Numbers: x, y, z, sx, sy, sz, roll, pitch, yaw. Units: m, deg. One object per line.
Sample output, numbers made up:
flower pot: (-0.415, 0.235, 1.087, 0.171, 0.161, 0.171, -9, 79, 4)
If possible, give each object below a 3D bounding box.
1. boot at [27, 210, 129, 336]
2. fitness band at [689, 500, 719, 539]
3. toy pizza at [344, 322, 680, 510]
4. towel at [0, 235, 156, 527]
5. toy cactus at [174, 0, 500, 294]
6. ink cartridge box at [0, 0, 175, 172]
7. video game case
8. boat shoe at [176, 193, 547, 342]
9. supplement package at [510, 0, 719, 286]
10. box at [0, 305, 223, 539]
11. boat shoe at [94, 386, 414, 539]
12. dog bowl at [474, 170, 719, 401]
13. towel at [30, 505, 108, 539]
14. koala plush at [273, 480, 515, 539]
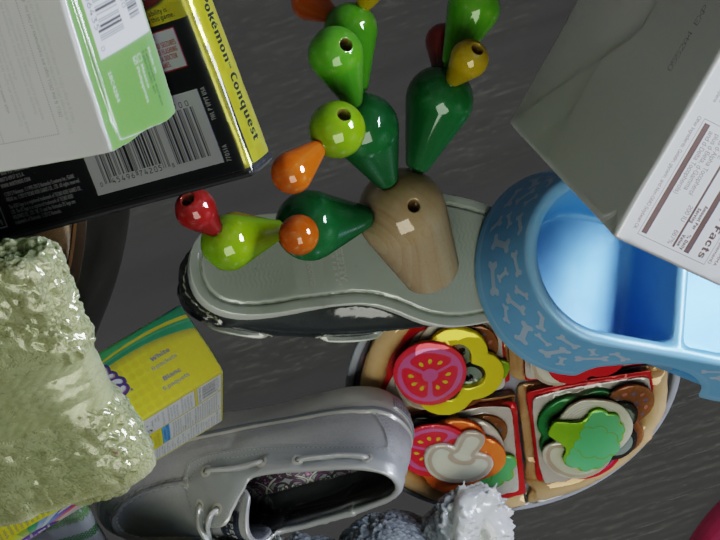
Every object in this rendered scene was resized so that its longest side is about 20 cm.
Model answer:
boot: (-0.162, -0.035, 1.021, 0.075, 0.074, 0.201, 11, 121, 7)
fitness band: (0.291, 0.170, 1.248, 0.143, 0.038, 0.200, 27, 117, -25)
toy pizza: (0.090, 0.070, 1.147, 0.199, 0.032, 0.201, -4, 126, -6)
towel: (-0.208, 0.061, 0.924, 0.199, 0.037, 0.149, -14, 121, 12)
toy cactus: (0.000, -0.053, 0.981, 0.200, 0.102, 0.165, -52, 137, -25)
ink cartridge box: (-0.190, -0.095, 0.871, 0.199, 0.059, 0.105, -8, 108, 27)
video game case: (-0.156, -0.108, 0.901, 0.199, 0.026, 0.182, -13, 106, 28)
boat shoe: (0.000, 0.000, 1.066, 0.198, 0.076, 0.060, 3, 165, -15)
supplement package: (0.184, -0.109, 0.929, 0.110, 0.156, 0.201, 23, 106, -23)
box: (-0.167, 0.101, 1.046, 0.199, 0.048, 0.117, -33, 167, -14)
boat shoe: (-0.063, 0.127, 1.133, 0.199, 0.069, 0.072, -12, 128, 12)
dog bowl: (0.162, 0.004, 1.058, 0.199, 0.112, 0.050, 11, 166, -16)
towel: (-0.224, 0.167, 1.162, 0.148, 0.031, 0.201, -15, 127, 11)
koala plush: (0.039, 0.227, 1.196, 0.176, 0.184, 0.201, -19, 108, 23)
